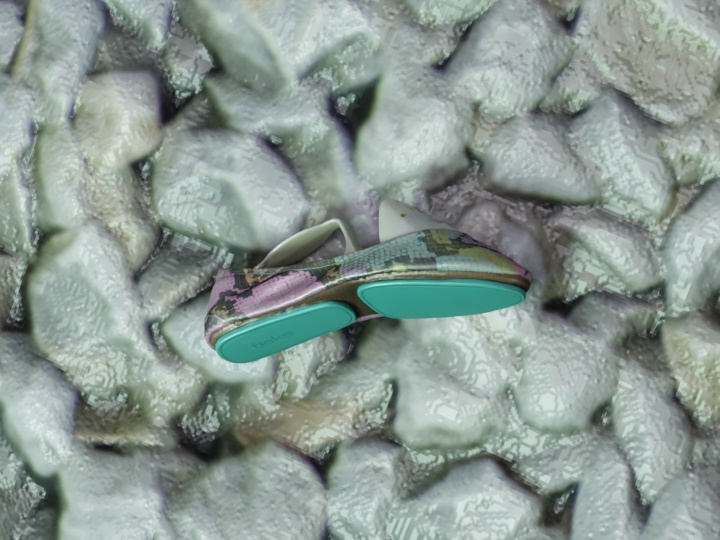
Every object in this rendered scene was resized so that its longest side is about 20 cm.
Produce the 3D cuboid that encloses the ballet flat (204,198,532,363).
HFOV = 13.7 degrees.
[{"bbox_3d":[0.000,0.000,1.713,0.200,0.069,0.071,-13,63,21],"label":"ballet flat"}]
